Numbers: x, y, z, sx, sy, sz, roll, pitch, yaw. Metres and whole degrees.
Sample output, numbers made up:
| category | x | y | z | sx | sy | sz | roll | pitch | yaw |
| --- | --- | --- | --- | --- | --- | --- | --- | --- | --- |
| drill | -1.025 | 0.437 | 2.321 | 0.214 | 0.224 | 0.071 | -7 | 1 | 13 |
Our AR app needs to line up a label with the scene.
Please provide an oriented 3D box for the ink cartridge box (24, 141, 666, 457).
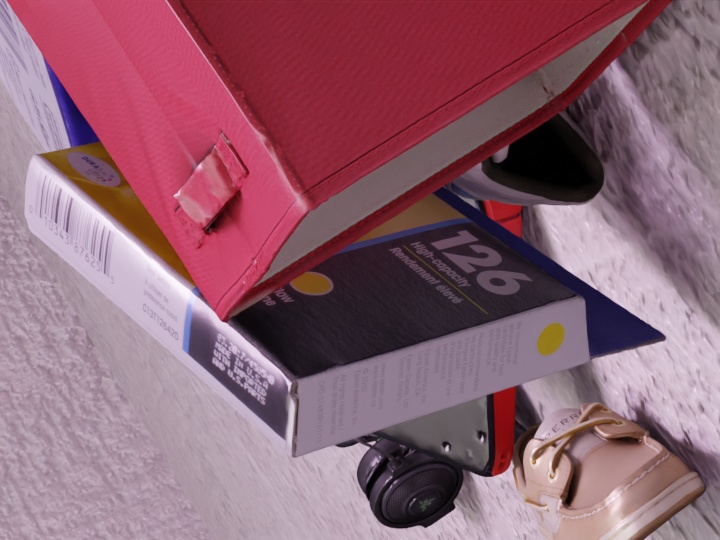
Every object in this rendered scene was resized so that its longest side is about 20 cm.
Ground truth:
| category | x | y | z | sx | sy | sz | roll | pitch | yaw |
| --- | --- | --- | --- | --- | --- | --- | --- | --- | --- |
| ink cartridge box | -0.005 | -0.009 | 1.064 | 0.197 | 0.199 | 0.047 | 36 | 131 | 42 |

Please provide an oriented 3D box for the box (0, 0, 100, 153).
| category | x | y | z | sx | sy | sz | roll | pitch | yaw |
| --- | --- | --- | --- | --- | --- | --- | --- | --- | --- |
| box | -0.068 | -0.145 | 1.122 | 0.105 | 0.200 | 0.184 | 55 | 167 | 25 |

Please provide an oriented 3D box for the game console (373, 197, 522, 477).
| category | x | y | z | sx | sy | sz | roll | pitch | yaw |
| --- | --- | --- | --- | --- | --- | --- | --- | --- | --- |
| game console | 0.000 | 0.000 | 1.308 | 0.200 | 0.031 | 0.178 | 19 | 123 | 38 |

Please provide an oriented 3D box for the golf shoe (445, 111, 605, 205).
| category | x | y | z | sx | sy | sz | roll | pitch | yaw |
| --- | --- | --- | --- | --- | --- | --- | --- | --- | --- |
| golf shoe | 0.027 | -0.085 | 1.057 | 0.200 | 0.079 | 0.097 | 27 | -179 | -38 |

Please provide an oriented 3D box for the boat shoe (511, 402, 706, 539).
| category | x | y | z | sx | sy | sz | roll | pitch | yaw |
| --- | --- | --- | --- | --- | --- | --- | --- | --- | --- |
| boat shoe | 0.109 | 0.100 | 1.231 | 0.069 | 0.074 | 0.200 | 56 | 170 | 0 |

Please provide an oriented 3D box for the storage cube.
| category | x | y | z | sx | sy | sz | roll | pitch | yaw |
| --- | --- | --- | --- | --- | --- | --- | --- | --- | --- |
| storage cube | -0.014 | -0.116 | 0.925 | 0.180 | 0.200 | 0.171 | 55 | 161 | 4 |

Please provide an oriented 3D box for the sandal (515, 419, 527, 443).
| category | x | y | z | sx | sy | sz | roll | pitch | yaw |
| --- | --- | --- | --- | --- | --- | --- | --- | --- | --- |
| sandal | 0.016 | 0.064 | 1.478 | 0.200 | 0.048 | 0.075 | 31 | 177 | 26 |

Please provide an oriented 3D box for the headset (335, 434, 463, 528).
| category | x | y | z | sx | sy | sz | roll | pitch | yaw |
| --- | --- | --- | --- | --- | --- | --- | --- | --- | --- |
| headset | 0.027 | 0.104 | 1.680 | 0.124 | 0.094 | 0.200 | 56 | -177 | 10 |
